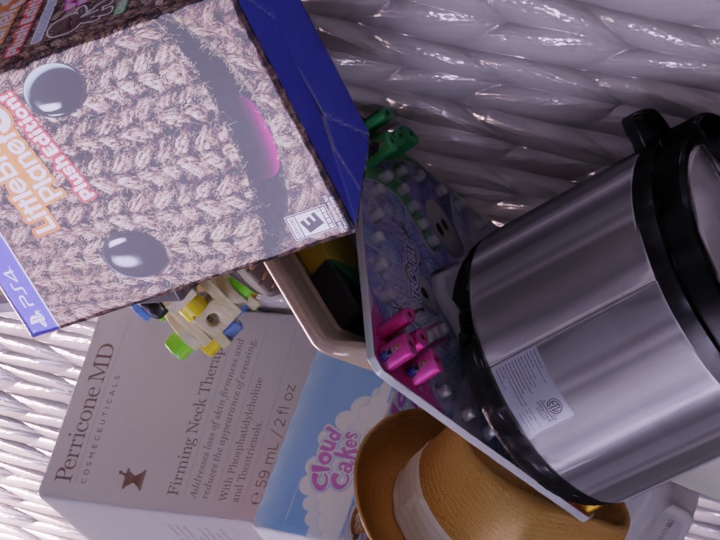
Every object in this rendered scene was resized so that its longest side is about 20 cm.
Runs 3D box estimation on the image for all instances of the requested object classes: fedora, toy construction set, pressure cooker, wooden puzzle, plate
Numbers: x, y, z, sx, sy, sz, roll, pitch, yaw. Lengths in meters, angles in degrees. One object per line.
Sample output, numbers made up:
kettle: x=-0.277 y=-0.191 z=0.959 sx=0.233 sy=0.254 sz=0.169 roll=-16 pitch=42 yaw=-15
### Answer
fedora: x=0.096 y=0.141 z=1.369 sx=0.200 sy=0.201 sz=0.082 roll=23 pitch=127 yaw=-13
toy construction set: x=-0.149 y=-0.017 z=1.498 sx=0.200 sy=0.092 sz=0.131 roll=30 pitch=-170 yaw=-10
pressure cooker: x=0.174 y=0.022 z=1.241 sx=0.200 sy=0.179 sz=0.176 roll=-30 pitch=128 yaw=30
wooden puzzle: x=0.000 y=0.000 z=1.337 sx=0.185 sy=0.037 sz=0.200 roll=22 pitch=-156 yaw=-50
plate: x=0.176 y=0.220 z=1.594 sx=0.032 sy=0.200 sz=0.200 roll=34 pitch=180 yaw=20

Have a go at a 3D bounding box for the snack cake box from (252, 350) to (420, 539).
snack cake box: x=0.007 y=0.112 z=1.524 sx=0.067 sy=0.200 sz=0.115 roll=8 pitch=154 yaw=25

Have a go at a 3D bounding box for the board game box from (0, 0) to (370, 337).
board game box: x=-0.119 y=-0.078 z=1.212 sx=0.200 sy=0.097 sz=0.160 roll=-18 pitch=121 yaw=18

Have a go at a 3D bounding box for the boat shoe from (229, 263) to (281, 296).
boat shoe: x=-0.100 y=-0.060 z=1.413 sx=0.073 sy=0.075 sz=0.200 roll=11 pitch=147 yaw=36

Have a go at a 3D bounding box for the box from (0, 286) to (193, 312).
box: x=-0.205 y=-0.050 z=1.373 sx=0.200 sy=0.048 sz=0.158 roll=-5 pitch=128 yaw=38

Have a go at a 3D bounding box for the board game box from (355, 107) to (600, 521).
board game box: x=0.071 y=0.022 z=1.323 sx=0.026 sy=0.200 sz=0.200 roll=-32 pitch=131 yaw=27

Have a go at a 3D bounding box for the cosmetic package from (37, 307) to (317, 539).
cosmetic package: x=-0.097 y=0.138 z=1.682 sx=0.200 sy=0.167 sz=0.166 roll=3 pitch=152 yaw=26

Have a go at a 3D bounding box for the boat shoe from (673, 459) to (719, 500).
boat shoe: x=0.247 y=0.116 z=1.450 sx=0.073 sy=0.062 sz=0.200 roll=-1 pitch=157 yaw=44
